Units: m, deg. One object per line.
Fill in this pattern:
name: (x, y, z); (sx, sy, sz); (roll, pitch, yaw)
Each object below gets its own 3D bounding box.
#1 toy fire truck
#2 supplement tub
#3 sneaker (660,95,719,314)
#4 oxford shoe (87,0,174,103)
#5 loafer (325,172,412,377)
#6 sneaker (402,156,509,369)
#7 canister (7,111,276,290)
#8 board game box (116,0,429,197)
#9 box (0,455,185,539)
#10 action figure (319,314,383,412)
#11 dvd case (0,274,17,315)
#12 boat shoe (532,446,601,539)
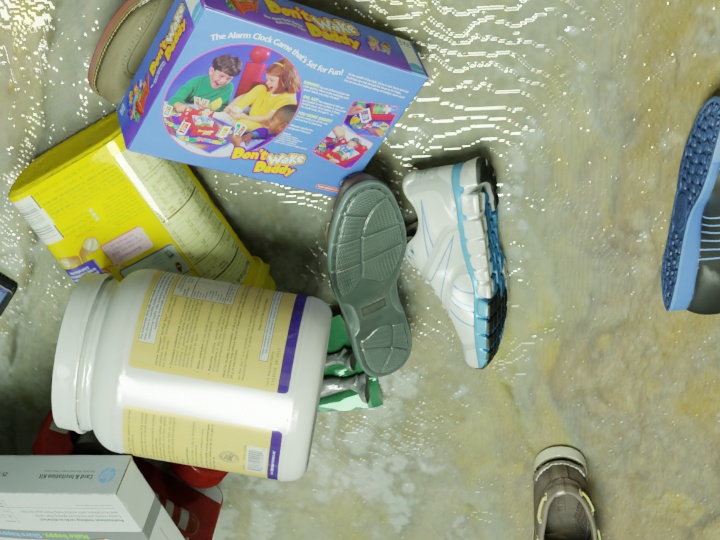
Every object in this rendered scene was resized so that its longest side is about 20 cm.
toy fire truck: (-0.219, 0.211, 1.121); (0.199, 0.169, 0.112); (34, 120, -16)
supplement tub: (-0.129, 0.079, 0.936); (0.197, 0.146, 0.147); (10, 124, 0)
sneaker: (0.298, -0.049, 0.962); (0.077, 0.071, 0.202); (2, 129, -1)
oxford shoe: (-0.130, -0.181, 0.901); (0.199, 0.070, 0.075); (-38, 73, 26)
loafer: (0.000, 0.000, 1.014); (0.071, 0.063, 0.202); (-18, 128, -15)
sneaker: (0.078, -0.006, 1.018); (0.085, 0.075, 0.202); (2, 121, 21)
canister: (-0.185, -0.025, 1.015); (0.147, 0.087, 0.201); (-25, 116, 19)
board game box: (-0.065, -0.133, 0.899); (0.198, 0.045, 0.135); (10, 132, -36)
box: (-0.220, 0.229, 0.988); (0.154, 0.042, 0.201); (-3, 134, 21)
action figure: (-0.090, 0.110, 1.114); (0.197, 0.055, 0.119); (-12, 124, 18)
dvd case: (-0.429, 0.046, 1.126); (0.142, 0.018, 0.200); (32, 120, -15)
boat shoe: (0.205, 0.269, 1.178); (0.071, 0.060, 0.202); (-5, 122, 8)
